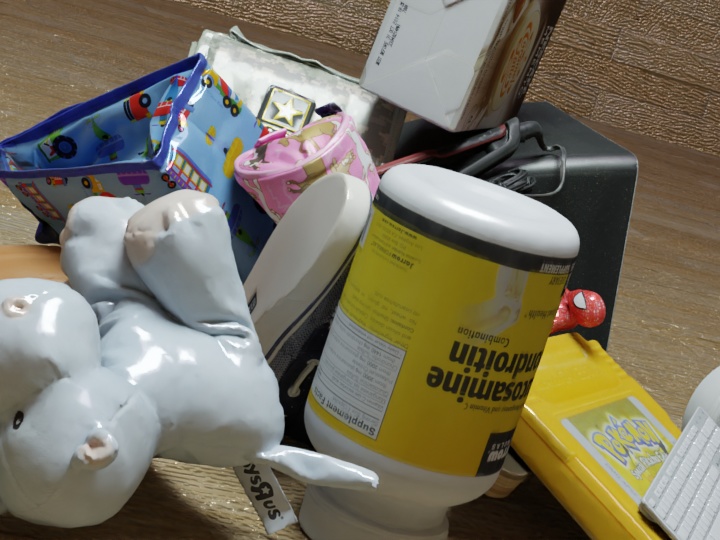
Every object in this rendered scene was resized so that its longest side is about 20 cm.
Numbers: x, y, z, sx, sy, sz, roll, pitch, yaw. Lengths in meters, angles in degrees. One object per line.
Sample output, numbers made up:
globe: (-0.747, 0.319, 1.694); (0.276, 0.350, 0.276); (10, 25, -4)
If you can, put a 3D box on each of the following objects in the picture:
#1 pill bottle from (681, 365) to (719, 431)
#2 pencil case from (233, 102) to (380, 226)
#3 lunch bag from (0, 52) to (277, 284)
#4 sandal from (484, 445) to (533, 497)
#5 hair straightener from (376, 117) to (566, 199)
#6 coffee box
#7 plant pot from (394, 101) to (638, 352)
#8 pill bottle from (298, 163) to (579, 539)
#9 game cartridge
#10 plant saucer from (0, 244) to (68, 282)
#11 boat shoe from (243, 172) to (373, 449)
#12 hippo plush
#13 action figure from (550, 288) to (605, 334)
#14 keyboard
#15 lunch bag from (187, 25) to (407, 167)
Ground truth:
pill bottle: (0.311, 0.137, 1.152); (0.112, 0.114, 0.200); (8, 16, -37)
pencil case: (0.000, 0.000, 1.063); (0.082, 0.201, 0.087); (-16, 25, 31)
lunch bag: (-0.143, -0.037, 1.122); (0.199, 0.095, 0.151); (-12, -45, 37)
sandal: (0.083, 0.103, 1.073); (0.078, 0.070, 0.212); (44, 23, 5)
hair straightener: (0.072, -0.052, 1.204); (0.199, 0.041, 0.077); (-21, 75, -33)
coffee box: (0.079, -0.170, 1.248); (0.079, 0.115, 0.200); (26, 13, 12)
plant pot: (0.086, -0.022, 1.356); (0.176, 0.201, 0.200); (3, 17, -16)
pill bottle: (0.035, 0.053, 0.912); (0.111, 0.201, 0.112); (17, 13, -4)
game cartridge: (0.165, 0.120, 1.039); (0.200, 0.032, 0.176); (50, 23, 18)
plant saucer: (-0.190, 0.019, 1.031); (0.198, 0.033, 0.200); (5, 16, -1)
boat shoe: (-0.019, 0.027, 0.996); (0.092, 0.200, 0.075); (20, 45, -20)
hippo plush: (-0.131, 0.069, 0.844); (0.160, 0.159, 0.201); (-26, 87, -47)
action figure: (0.086, 0.011, 1.167); (0.065, 0.052, 0.199); (-8, 17, -44)
keyboard: (0.208, 0.130, 1.040); (0.056, 0.011, 0.200); (43, 22, 8)
lunch bag: (-0.069, -0.062, 1.249); (0.163, 0.201, 0.118); (19, 12, -1)
